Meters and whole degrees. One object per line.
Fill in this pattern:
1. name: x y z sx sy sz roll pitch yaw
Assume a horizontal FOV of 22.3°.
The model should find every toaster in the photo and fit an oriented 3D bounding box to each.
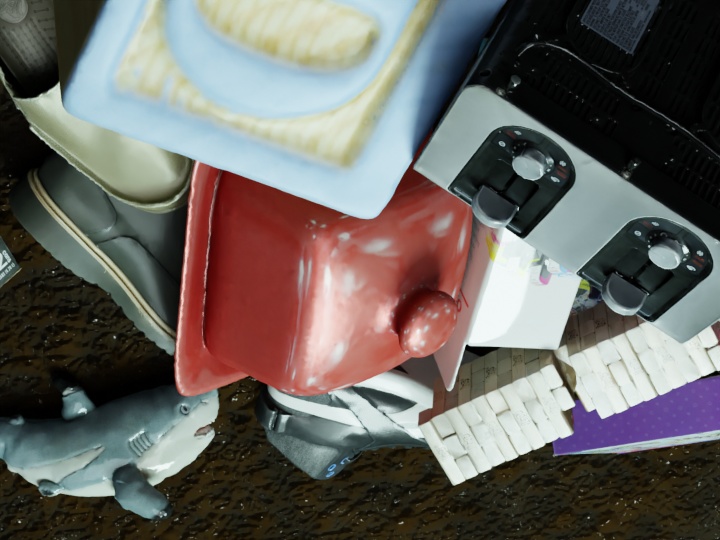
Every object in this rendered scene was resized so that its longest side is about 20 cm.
1. toaster: 0.145 -0.088 0.962 0.180 0.201 0.119 32 147 -4

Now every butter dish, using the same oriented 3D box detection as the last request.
1. butter dish: 0.000 0.000 1.120 0.199 0.148 0.201 -21 133 -36

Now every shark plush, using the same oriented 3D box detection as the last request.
1. shark plush: -0.199 0.107 1.268 0.198 0.091 0.084 8 107 7

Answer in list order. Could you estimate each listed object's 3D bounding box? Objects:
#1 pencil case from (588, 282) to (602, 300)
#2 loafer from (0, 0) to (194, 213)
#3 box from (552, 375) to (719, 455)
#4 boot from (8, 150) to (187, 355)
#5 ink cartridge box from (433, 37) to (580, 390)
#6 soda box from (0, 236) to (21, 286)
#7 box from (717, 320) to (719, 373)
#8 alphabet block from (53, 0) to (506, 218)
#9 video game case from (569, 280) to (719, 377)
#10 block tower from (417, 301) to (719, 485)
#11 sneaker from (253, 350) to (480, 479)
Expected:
1. pencil case: 0.221 -0.005 1.098 0.199 0.094 0.091 16 98 -34
2. loafer: -0.168 -0.106 1.057 0.076 0.068 0.200 -41 107 9
3. box: 0.245 0.095 1.257 0.199 0.039 0.137 -12 170 26
4. boot: -0.103 -0.030 1.160 0.138 0.078 0.200 -42 125 13
5. ink cartridge box: 0.097 -0.031 1.171 0.067 0.115 0.201 4 126 -17
6. soda box: -0.305 0.032 1.100 0.200 0.063 0.071 -47 133 -25
7. box: 0.266 -0.032 1.205 0.082 0.069 0.200 25 117 -28
8. alphabet block: -0.045 -0.182 0.976 0.194 0.201 0.197 20 120 -23
9. video game case: 0.223 0.001 1.280 0.199 0.026 0.182 12 123 -21
10. block tower: 0.136 0.068 1.191 0.199 0.058 0.054 -26 111 15
11. sneaker: 0.021 0.106 1.292 0.199 0.073 0.112 20 124 -15
